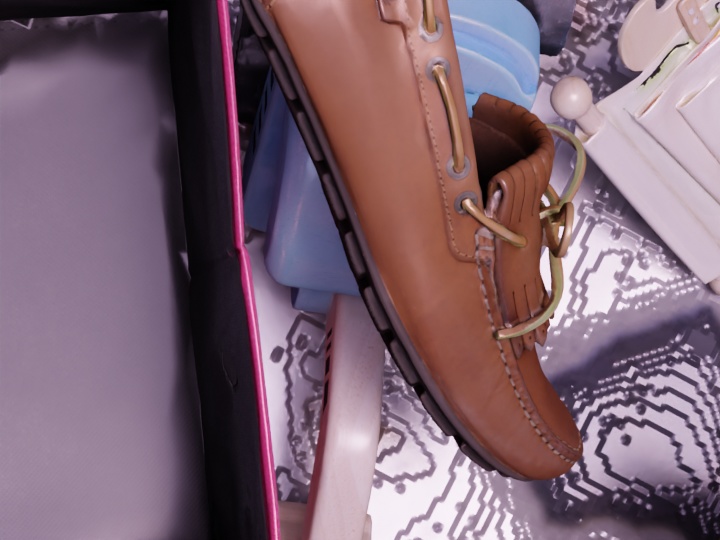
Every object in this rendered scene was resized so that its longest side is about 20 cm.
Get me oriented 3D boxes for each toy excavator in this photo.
[{"bbox_3d":[0.000,0.000,0.923,0.099,0.195,0.201,9,58,-7],"label":"toy excavator"}]

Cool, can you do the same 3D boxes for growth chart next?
[{"bbox_3d":[0.161,-0.081,0.954,0.200,0.018,0.145,-39,132,-4],"label":"growth chart"}]

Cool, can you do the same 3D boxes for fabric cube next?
[{"bbox_3d":[-0.136,0.008,0.865,0.195,0.199,0.201,-5,88,-8],"label":"fabric cube"}]

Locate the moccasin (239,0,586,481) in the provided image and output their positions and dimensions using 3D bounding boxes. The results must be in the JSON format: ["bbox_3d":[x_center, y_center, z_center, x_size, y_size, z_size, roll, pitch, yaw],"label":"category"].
[{"bbox_3d":[0.028,-0.027,0.833,0.077,0.074,0.202,-22,112,1],"label":"moccasin"}]

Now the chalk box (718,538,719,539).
[{"bbox_3d":[0.177,0.170,0.912,0.200,0.124,0.125,35,83,11],"label":"chalk box"}]
